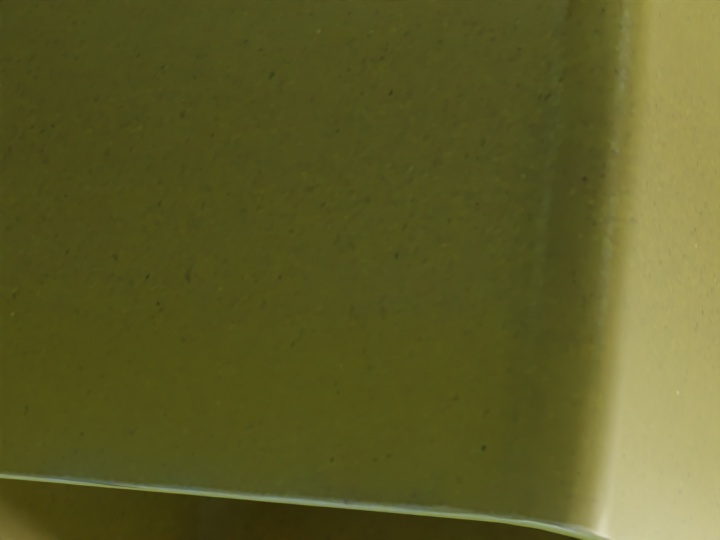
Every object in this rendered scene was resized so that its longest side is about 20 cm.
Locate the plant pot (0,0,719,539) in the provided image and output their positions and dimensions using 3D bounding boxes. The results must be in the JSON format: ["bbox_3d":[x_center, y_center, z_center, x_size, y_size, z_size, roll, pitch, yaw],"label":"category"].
[{"bbox_3d":[0.010,-0.019,0.591,0.200,0.177,0.200,3,165,30],"label":"plant pot"}]
